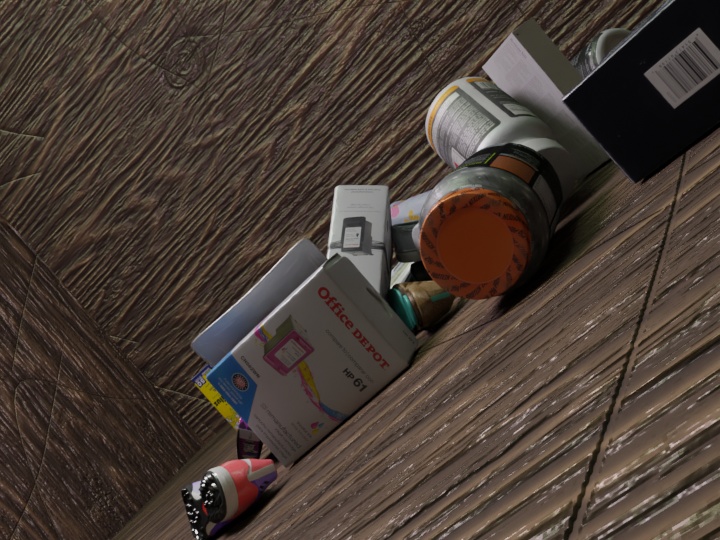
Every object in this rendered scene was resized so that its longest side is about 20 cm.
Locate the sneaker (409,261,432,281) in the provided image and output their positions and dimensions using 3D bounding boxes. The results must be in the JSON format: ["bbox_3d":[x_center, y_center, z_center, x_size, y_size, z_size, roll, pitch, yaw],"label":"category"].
[{"bbox_3d":[0.135,-0.010,1.219,0.081,0.074,0.200,-25,10,14],"label":"sneaker"}]

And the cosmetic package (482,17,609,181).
[{"bbox_3d":[0.254,-0.220,0.975,0.051,0.200,0.083,-39,-1,-24],"label":"cosmetic package"}]

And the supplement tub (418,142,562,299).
[{"bbox_3d":[0.128,-0.050,0.730,0.122,0.123,0.200,-42,0,27],"label":"supplement tub"}]

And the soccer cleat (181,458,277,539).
[{"bbox_3d":[-0.153,0.258,0.855,0.073,0.069,0.200,-15,-19,-30],"label":"soccer cleat"}]

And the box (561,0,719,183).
[{"bbox_3d":[0.307,-0.202,0.672,0.200,0.104,0.182,-42,1,40],"label":"box"}]

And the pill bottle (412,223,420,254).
[{"bbox_3d":[0.171,-0.086,1.048,0.200,0.116,0.116,-43,0,-21],"label":"pill bottle"}]

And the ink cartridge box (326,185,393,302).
[{"bbox_3d":[0.000,0.000,1.081,0.146,0.083,0.201,83,-170,-53],"label":"ink cartridge box"}]

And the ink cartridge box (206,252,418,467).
[{"bbox_3d":[-0.054,0.101,0.862,0.200,0.145,0.085,-43,0,16],"label":"ink cartridge box"}]

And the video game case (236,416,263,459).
[{"bbox_3d":[-0.138,0.162,1.089,0.182,0.036,0.201,106,176,-61],"label":"video game case"}]

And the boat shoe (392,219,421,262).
[{"bbox_3d":[0.143,-0.071,1.131,0.199,0.072,0.070,-17,13,-5],"label":"boat shoe"}]

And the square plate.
[{"bbox_3d":[-0.075,0.089,0.951,0.200,0.198,0.028,-42,20,6],"label":"square plate"}]

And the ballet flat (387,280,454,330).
[{"bbox_3d":[0.083,0.037,0.966,0.072,0.068,0.200,-22,-3,-6],"label":"ballet flat"}]

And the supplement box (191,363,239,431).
[{"bbox_3d":[-0.331,0.315,2.004,0.109,0.200,0.110,-42,0,22],"label":"supplement box"}]

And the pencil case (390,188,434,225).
[{"bbox_3d":[0.122,-0.096,1.263,0.090,0.084,0.200,-29,7,-27],"label":"pencil case"}]

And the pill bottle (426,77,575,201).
[{"bbox_3d":[0.170,-0.151,0.927,0.116,0.116,0.200,-42,40,9],"label":"pill bottle"}]

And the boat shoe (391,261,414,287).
[{"bbox_3d":[0.076,0.015,1.323,0.064,0.075,0.202,15,56,39],"label":"boat shoe"}]

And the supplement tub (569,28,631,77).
[{"bbox_3d":[0.363,-0.278,1.191,0.122,0.123,0.200,-42,0,-24],"label":"supplement tub"}]
